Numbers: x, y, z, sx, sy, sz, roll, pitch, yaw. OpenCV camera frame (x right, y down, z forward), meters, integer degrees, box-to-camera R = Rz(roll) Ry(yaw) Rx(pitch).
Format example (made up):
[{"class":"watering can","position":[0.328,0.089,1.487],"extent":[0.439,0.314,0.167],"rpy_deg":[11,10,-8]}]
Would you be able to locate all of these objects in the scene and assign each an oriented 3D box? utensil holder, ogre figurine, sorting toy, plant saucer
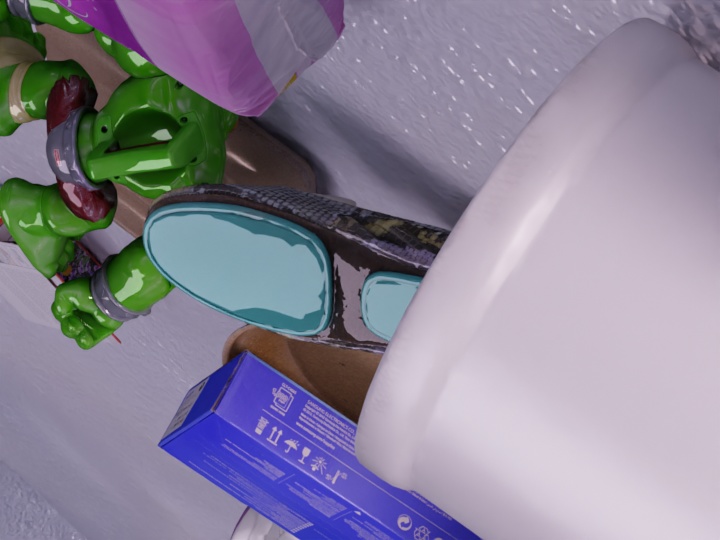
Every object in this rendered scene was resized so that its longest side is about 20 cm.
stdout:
[{"class":"utensil holder","position":[0.125,0.047,0.612],"extent":[0.199,0.170,0.170],"rpy_deg":[35,163,13]},{"class":"ogre figurine","position":[-0.119,-0.061,0.950],"extent":[0.119,0.202,0.098],"rpy_deg":[-2,-177,27]},{"class":"sorting toy","position":[-0.090,-0.052,1.079],"extent":[0.185,0.037,0.200],"rpy_deg":[36,158,16]},{"class":"plant saucer","position":[0.020,0.075,1.081],"extent":[0.199,0.036,0.201],"rpy_deg":[22,152,12]}]

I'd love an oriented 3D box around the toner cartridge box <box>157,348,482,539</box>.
[{"class":"toner cartridge box","position":[-0.009,0.126,1.110],"extent":[0.199,0.043,0.095],"rpy_deg":[35,153,-12]}]

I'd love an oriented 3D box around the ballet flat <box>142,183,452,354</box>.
[{"class":"ballet flat","position":[0.000,0.000,0.897],"extent":[0.198,0.073,0.072],"rpy_deg":[17,156,16]}]

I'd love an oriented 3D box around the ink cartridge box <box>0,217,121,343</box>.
[{"class":"ink cartridge box","position":[-0.238,-0.007,1.483],"extent":[0.109,0.050,0.199],"rpy_deg":[49,161,-24]}]

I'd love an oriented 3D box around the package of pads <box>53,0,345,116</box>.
[{"class":"package of pads","position":[-0.103,-0.151,0.773],"extent":[0.199,0.076,0.121],"rpy_deg":[32,160,27]}]

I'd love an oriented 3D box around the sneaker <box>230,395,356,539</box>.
[{"class":"sneaker","position":[-0.014,0.141,1.220],"extent":[0.099,0.075,0.201],"rpy_deg":[41,133,22]}]
